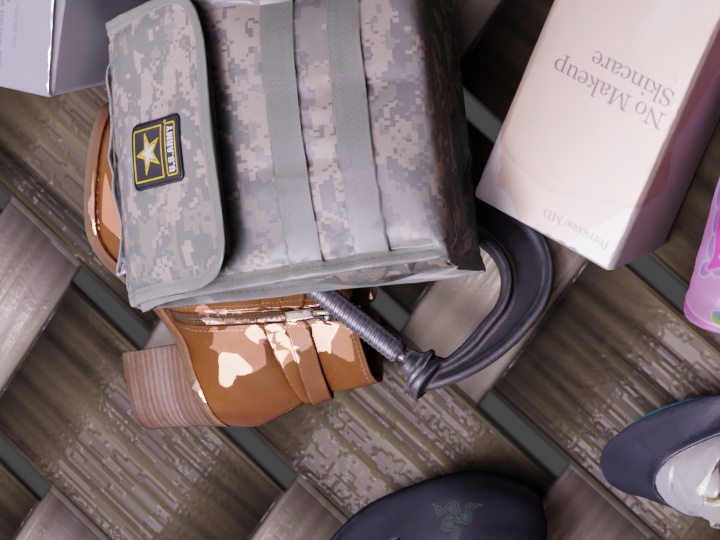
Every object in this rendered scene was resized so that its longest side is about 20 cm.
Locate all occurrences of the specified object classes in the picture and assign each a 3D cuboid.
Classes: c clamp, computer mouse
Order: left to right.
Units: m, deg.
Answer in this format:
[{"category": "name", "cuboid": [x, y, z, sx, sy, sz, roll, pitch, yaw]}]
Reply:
[{"category": "c clamp", "cuboid": [0.000, 0.000, 1.618, 0.200, 0.027, 0.171, 32, 78, 14]}, {"category": "computer mouse", "cuboid": [0.015, 0.177, 1.642, 0.200, 0.053, 0.139, -33, 48, 23]}]

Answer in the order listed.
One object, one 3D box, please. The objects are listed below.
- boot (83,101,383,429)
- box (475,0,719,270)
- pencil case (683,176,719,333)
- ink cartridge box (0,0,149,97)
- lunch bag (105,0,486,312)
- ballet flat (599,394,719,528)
[{"category": "boot", "cuboid": [-0.072, -0.011, 1.668, 0.155, 0.077, 0.201, -11, 85, 22]}, {"category": "box", "cuboid": [0.146, -0.111, 1.529, 0.095, 0.078, 0.201, 28, 111, 19]}, {"category": "pencil case", "cuboid": [0.230, -0.055, 1.495, 0.087, 0.087, 0.201, 22, 109, 22]}, {"category": "ink cartridge box", "cuboid": [-0.219, -0.166, 1.670, 0.199, 0.144, 0.085, 14, 107, 25]}, {"category": "lunch bag", "cuboid": [-0.046, -0.069, 1.565, 0.199, 0.118, 0.165, -8, 83, 15]}, {"category": "ballet flat", "cuboid": [0.212, 0.096, 1.534, 0.199, 0.073, 0.073, -20, 90, 28]}]
